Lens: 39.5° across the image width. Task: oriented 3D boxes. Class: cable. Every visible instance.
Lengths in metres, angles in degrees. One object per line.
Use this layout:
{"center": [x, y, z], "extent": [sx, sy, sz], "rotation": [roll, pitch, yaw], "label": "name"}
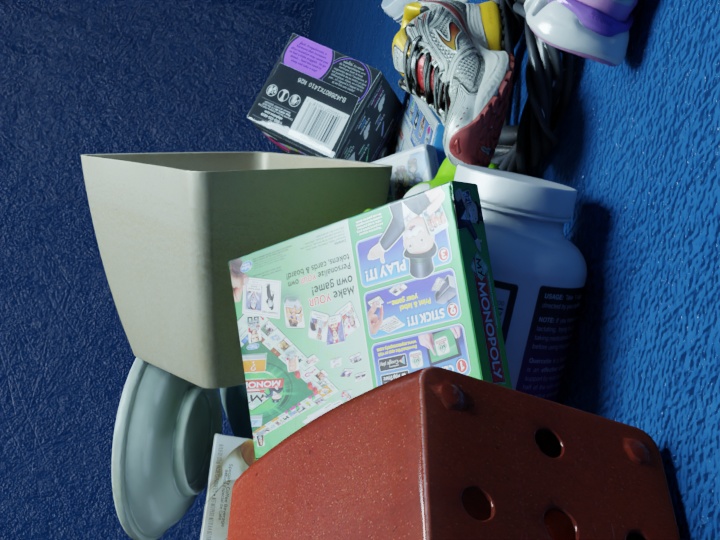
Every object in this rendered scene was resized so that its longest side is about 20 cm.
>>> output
{"center": [0.118, -0.149, 0.780], "extent": [0.201, 0.050, 0.165], "rotation": [-94, 16, -54], "label": "cable"}

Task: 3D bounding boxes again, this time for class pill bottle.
{"center": [0.078, 0.040, 0.637], "extent": [0.113, 0.111, 0.203], "rotation": [-122, 43, -76], "label": "pill bottle"}

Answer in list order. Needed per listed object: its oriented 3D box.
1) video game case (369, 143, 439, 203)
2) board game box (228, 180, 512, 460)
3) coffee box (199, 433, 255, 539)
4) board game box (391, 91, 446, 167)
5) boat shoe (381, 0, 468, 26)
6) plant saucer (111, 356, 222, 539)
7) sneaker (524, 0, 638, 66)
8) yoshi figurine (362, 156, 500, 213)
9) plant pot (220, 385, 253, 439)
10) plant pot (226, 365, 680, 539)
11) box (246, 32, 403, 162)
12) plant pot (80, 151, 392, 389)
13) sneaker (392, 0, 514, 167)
{"center": [0.000, 0.000, 0.925], "extent": [0.198, 0.022, 0.185], "rotation": [-15, 80, 37], "label": "video game case"}
{"center": [-0.002, 0.038, 0.616], "extent": [0.198, 0.029, 0.137], "rotation": [-16, 80, 42], "label": "board game box"}
{"center": [-0.045, 0.227, 0.925], "extent": [0.080, 0.197, 0.116], "rotation": [112, 164, -59], "label": "coffee box"}
{"center": [0.065, -0.073, 1.010], "extent": [0.200, 0.055, 0.198], "rotation": [-102, 23, -67], "label": "board game box"}
{"center": [0.114, -0.271, 0.872], "extent": [0.202, 0.086, 0.075], "rotation": [-41, 24, 28], "label": "boat shoe"}
{"center": [-0.171, 0.157, 0.954], "extent": [0.200, 0.049, 0.203], "rotation": [4, -90, -79], "label": "plant saucer"}
{"center": [0.142, -0.216, 0.647], "extent": [0.201, 0.079, 0.089], "rotation": [-99, 27, -50], "label": "sneaker"}
{"center": [0.033, 0.003, 0.735], "extent": [0.111, 0.113, 0.201], "rotation": [21, 70, 50], "label": "yoshi figurine"}
{"center": [-0.042, 0.153, 1.045], "extent": [0.135, 0.197, 0.203], "rotation": [-113, 33, -58], "label": "plant pot"}
{"center": [0.050, 0.163, 0.483], "extent": [0.202, 0.197, 0.177], "rotation": [-89, 24, -44], "label": "plant pot"}
{"center": [-0.021, -0.156, 1.112], "extent": [0.107, 0.121, 0.200], "rotation": [-61, -22, -3], "label": "box"}
{"center": [-0.108, -0.007, 0.866], "extent": [0.199, 0.198, 0.180], "rotation": [12, 104, 49], "label": "plant pot"}
{"center": [0.061, -0.134, 0.715], "extent": [0.201, 0.081, 0.079], "rotation": [-90, 8, -56], "label": "sneaker"}
